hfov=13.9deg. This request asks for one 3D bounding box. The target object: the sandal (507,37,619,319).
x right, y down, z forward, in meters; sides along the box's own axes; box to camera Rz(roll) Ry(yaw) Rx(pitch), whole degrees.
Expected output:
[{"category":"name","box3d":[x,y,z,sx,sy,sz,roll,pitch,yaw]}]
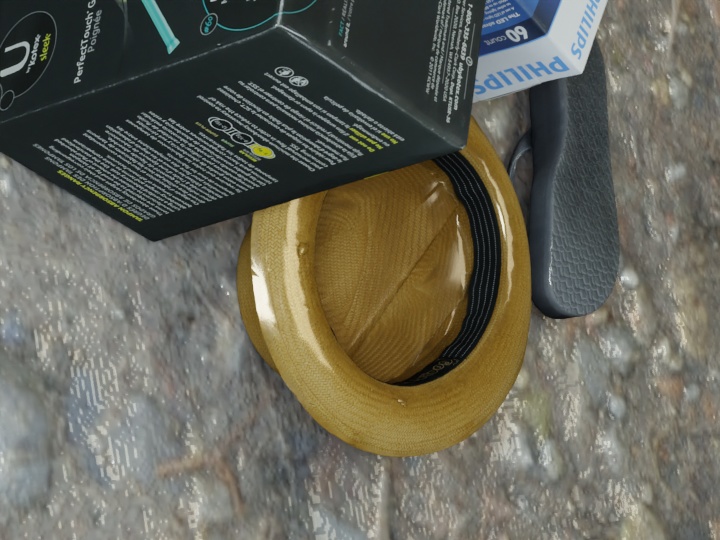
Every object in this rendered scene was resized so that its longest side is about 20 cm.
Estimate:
[{"category":"sandal","box3d":[0.110,-0.053,1.648,0.076,0.043,0.201,44,39,-41]}]

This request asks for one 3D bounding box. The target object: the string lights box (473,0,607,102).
[{"category":"string lights box","box3d":[0.028,-0.174,1.534,0.200,0.102,0.059,45,49,-32]}]

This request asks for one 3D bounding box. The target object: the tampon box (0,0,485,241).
[{"category":"tampon box","box3d":[-0.057,-0.121,1.343,0.126,0.199,0.151,31,57,-40]}]

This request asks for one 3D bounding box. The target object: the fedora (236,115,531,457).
[{"category":"fedora","box3d":[0.000,0.000,1.464,0.200,0.082,0.202,11,74,-43]}]
